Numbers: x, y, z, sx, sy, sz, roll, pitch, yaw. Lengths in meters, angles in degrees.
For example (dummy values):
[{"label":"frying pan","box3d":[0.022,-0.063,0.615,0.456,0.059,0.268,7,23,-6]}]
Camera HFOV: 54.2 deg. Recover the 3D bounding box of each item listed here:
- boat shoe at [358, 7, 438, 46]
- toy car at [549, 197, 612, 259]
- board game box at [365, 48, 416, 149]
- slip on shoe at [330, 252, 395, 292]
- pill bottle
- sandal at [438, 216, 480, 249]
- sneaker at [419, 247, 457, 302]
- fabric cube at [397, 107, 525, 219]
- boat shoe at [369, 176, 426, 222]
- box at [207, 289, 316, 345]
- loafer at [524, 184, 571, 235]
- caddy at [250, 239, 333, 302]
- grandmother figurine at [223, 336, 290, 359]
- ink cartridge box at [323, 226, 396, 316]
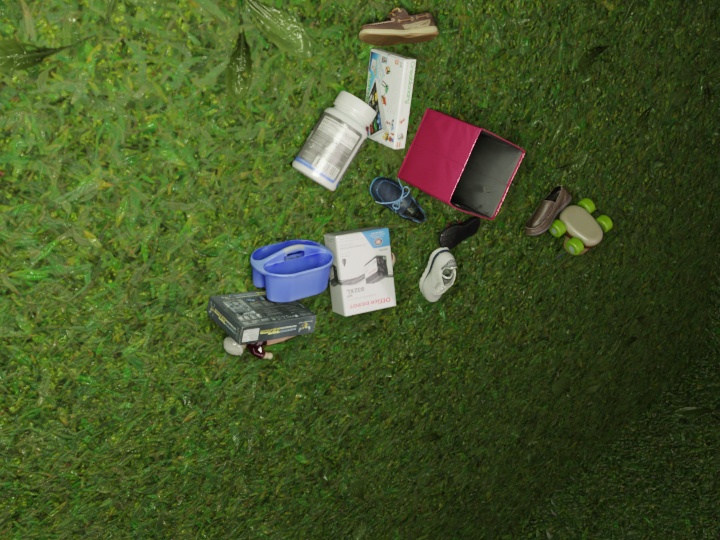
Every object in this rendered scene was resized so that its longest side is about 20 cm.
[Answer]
[{"label":"boat shoe","box3d":[0.083,-0.551,1.577,0.200,0.072,0.072,-12,91,-24]},{"label":"toy car","box3d":[0.711,-0.113,2.343,0.164,0.158,0.200,-35,161,-16]},{"label":"board game box","box3d":[0.062,-0.390,1.598,0.035,0.126,0.200,-13,122,-35]},{"label":"slip on shoe","box3d":[0.006,0.002,1.821,0.200,0.074,0.061,-30,127,-18]},{"label":"pill bottle","box3d":[-0.056,-0.289,1.566,0.114,0.114,0.200,30,93,-46]},{"label":"sandal","box3d":[0.273,-0.112,2.008,0.200,0.045,0.075,-24,135,-47]},{"label":"sneaker","box3d":[0.223,0.029,1.987,0.076,0.081,0.200,-18,142,-22]},{"label":"fabric cube","box3d":[0.252,-0.267,1.782,0.196,0.199,0.200,12,105,-45]},{"label":"boat shoe","box3d":[0.107,-0.182,1.798,0.200,0.069,0.084,21,99,-45]},{"label":"box","box3d":[-0.226,0.101,1.614,0.200,0.158,0.051,-6,118,-39]},{"label":"loafer","box3d":[0.576,-0.193,2.205,0.200,0.073,0.071,-48,125,-15]},{"label":"caddy","box3d":[-0.158,-0.012,1.620,0.200,0.141,0.105,-15,128,-35]},{"label":"grandmother figurine","box3d":[-0.239,0.161,1.714,0.200,0.061,0.121,-16,96,-30]},{"label":"ink cartridge box","box3d":[0.000,0.000,1.740,0.145,0.084,0.200,-10,100,-23]}]
